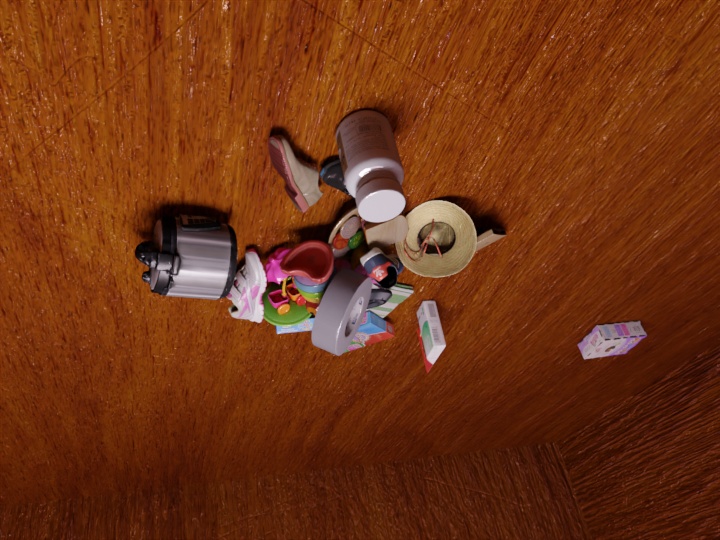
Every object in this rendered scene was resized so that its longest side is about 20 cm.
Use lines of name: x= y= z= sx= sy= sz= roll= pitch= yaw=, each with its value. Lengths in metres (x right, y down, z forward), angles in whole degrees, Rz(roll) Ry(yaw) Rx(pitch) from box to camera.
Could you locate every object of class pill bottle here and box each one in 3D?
pill bottle: x=0.022 y=-0.197 z=1.073 sx=0.113 sy=0.201 sz=0.115 roll=-8 pitch=147 yaw=-6

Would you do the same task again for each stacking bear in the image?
stacking bear: x=-0.104 y=0.034 z=1.349 sx=0.121 sy=0.114 sz=0.201 roll=14 pitch=143 yaw=18

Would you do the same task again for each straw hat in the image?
straw hat: x=0.191 y=-0.083 z=1.403 sx=0.200 sy=0.202 sz=0.085 roll=-25 pitch=-176 yaw=18

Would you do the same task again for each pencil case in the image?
pencil case: x=0.000 y=0.000 z=1.470 sx=0.199 sy=0.091 sz=0.094 roll=11 pitch=135 yaw=-35

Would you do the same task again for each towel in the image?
towel: x=0.047 y=0.094 z=1.689 sx=0.152 sy=0.024 sz=0.200 roll=12 pitch=142 yaw=-31

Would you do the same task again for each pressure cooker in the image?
pressure cooker: x=-0.380 y=-0.027 z=1.214 sx=0.199 sy=0.180 sz=0.176 roll=6 pitch=146 yaw=-27

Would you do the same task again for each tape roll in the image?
tape roll: x=-0.042 y=0.098 z=1.337 sx=0.066 sy=0.201 sz=0.201 roll=21 pitch=149 yaw=13

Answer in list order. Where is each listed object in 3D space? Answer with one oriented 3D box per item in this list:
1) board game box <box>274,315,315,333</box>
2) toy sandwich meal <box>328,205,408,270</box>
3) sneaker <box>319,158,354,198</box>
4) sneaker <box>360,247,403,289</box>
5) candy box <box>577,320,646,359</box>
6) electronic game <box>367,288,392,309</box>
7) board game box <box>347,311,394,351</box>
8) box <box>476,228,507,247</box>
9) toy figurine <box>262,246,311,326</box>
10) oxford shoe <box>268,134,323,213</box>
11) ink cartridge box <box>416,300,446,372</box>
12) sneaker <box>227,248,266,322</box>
board game box: x=-0.164 y=0.132 z=1.554 sx=0.150 sy=0.037 sz=0.200 roll=-5 pitch=-175 yaw=-12
toy sandwich meal: x=0.021 y=-0.083 z=1.326 sx=0.204 sy=0.070 sz=0.206 roll=-25 pitch=148 yaw=-17
sneaker: x=0.007 y=-0.179 z=1.205 sx=0.199 sy=0.082 sz=0.073 roll=11 pitch=140 yaw=-31
sneaker: x=0.066 y=0.007 z=1.368 sx=0.075 sy=0.085 sz=0.200 roll=-38 pitch=160 yaw=17
candy box: x=1.003 y=0.278 z=2.251 sx=0.198 sy=0.072 sz=0.168 roll=-4 pitch=147 yaw=-14
electronic game: x=-0.010 y=0.080 z=1.557 sx=0.198 sy=0.042 sz=0.200 roll=-9 pitch=167 yaw=-2
board game box: x=-0.015 y=0.198 z=1.783 sx=0.199 sy=0.041 sz=0.153 roll=-21 pitch=148 yaw=26
box: x=0.278 y=-0.054 z=1.480 sx=0.199 sy=0.021 sz=0.163 roll=-29 pitch=171 yaw=24
toy figurine: x=-0.167 y=0.017 z=1.422 sx=0.199 sy=0.150 sz=0.185 roll=-23 pitch=142 yaw=-23
oxford shoe: x=-0.129 y=-0.208 z=1.149 sx=0.075 sy=0.070 sz=0.200 roll=-36 pitch=148 yaw=-12
ink cartridge box: x=0.207 y=0.215 z=1.797 sx=0.050 sy=0.162 sz=0.200 roll=0 pitch=146 yaw=-16
sneaker: x=-0.283 y=0.042 z=1.384 sx=0.088 sy=0.081 sz=0.201 roll=-4 pitch=116 yaw=-24
